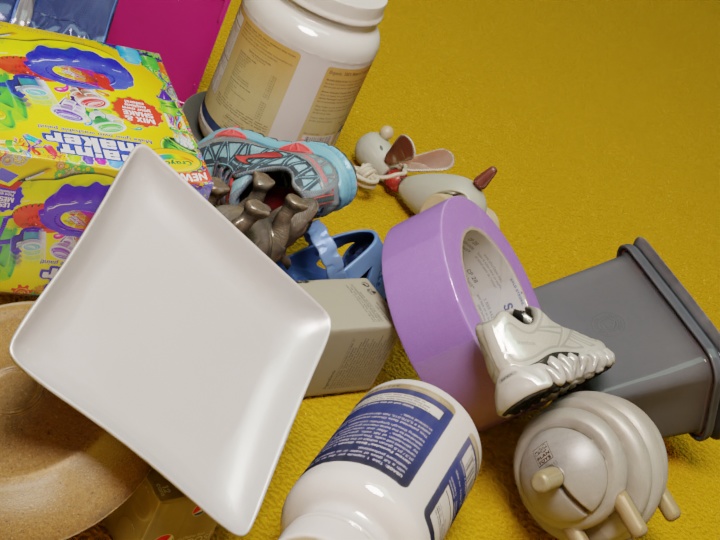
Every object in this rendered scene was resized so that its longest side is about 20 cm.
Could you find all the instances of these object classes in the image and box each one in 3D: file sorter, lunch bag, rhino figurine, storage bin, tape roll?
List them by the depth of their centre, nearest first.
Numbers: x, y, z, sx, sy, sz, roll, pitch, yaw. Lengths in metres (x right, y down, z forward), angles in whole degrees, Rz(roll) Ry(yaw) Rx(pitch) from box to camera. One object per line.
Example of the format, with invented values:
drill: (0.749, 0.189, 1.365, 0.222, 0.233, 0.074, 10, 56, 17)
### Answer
rhino figurine: (-0.087, -0.032, 1.028, 0.060, 0.088, 0.200, 39, 18, 15)
tape roll: (0.099, 0.038, 1.117, 0.200, 0.065, 0.202, 46, 30, -37)
lunch bag: (-0.315, -0.217, 1.202, 0.131, 0.137, 0.201, 17, 32, -14)
storage bin: (0.248, 0.086, 1.211, 0.133, 0.147, 0.201, -14, 43, -11)
file sorter: (-0.248, -0.299, 1.379, 0.198, 0.140, 0.126, 22, 29, -9)

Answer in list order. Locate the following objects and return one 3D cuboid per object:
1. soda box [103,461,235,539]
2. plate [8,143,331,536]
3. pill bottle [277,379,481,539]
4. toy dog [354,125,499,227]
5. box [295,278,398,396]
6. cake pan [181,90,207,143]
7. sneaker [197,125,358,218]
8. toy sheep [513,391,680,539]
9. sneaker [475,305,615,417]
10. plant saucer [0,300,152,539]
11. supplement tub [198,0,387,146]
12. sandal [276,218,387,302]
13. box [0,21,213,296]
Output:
soda box: (-0.170, 0.109, 0.889, 0.064, 0.068, 0.200, -3, 42, -42)
plate: (-0.121, 0.047, 0.837, 0.200, 0.032, 0.201, 43, 44, -21)
pill bottle: (0.009, 0.170, 0.896, 0.110, 0.112, 0.200, 32, 30, 8)
toy dog: (0.079, -0.108, 1.378, 0.199, 0.097, 0.132, 36, 16, 11)
box: (-0.067, 0.058, 1.037, 0.198, 0.083, 0.069, 0, 40, -41)
cake pan: (-0.114, -0.128, 1.326, 0.198, 0.037, 0.201, 20, 31, -13)
sneaker: (-0.106, -0.085, 1.166, 0.198, 0.080, 0.095, 3, 24, 32)
toy sheep: (0.190, 0.166, 1.031, 0.138, 0.139, 0.199, 41, 14, 24)
sneaker: (0.156, 0.067, 1.049, 0.082, 0.075, 0.199, 61, 23, 14)
plant saucer: (-0.227, 0.088, 0.825, 0.197, 0.036, 0.202, 1, 49, -1)
supplement tub: (-0.066, -0.206, 1.244, 0.143, 0.201, 0.145, 20, 31, -13)
sandal: (0.000, 0.000, 1.174, 0.198, 0.088, 0.080, 2, 36, -40)
box: (-0.241, -0.084, 0.945, 0.198, 0.123, 0.193, 6, 36, -30)
